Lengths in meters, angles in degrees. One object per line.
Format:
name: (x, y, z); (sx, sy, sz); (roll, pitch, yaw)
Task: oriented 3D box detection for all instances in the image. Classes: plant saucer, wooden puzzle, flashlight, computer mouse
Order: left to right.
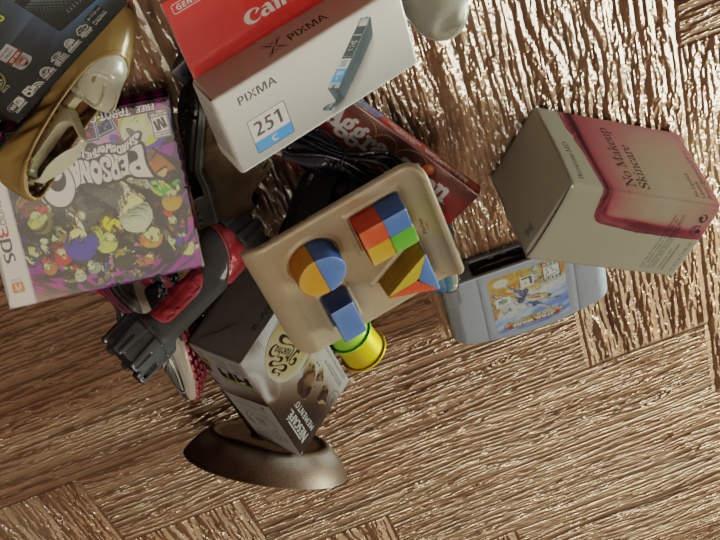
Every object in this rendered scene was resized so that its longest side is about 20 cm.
flashlight: (-0.181, 0.017, 1.488); (0.200, 0.068, 0.068); (-45, 146, -18)
plant saucer: (-0.111, 0.215, 1.735); (0.199, 0.200, 0.037); (7, 98, -27)
computer mouse: (-0.041, -0.049, 1.480); (0.137, 0.053, 0.201); (16, 135, -1)
wooden puzzle: (0.000, 0.000, 1.466); (0.199, 0.046, 0.186); (-27, 141, 0)

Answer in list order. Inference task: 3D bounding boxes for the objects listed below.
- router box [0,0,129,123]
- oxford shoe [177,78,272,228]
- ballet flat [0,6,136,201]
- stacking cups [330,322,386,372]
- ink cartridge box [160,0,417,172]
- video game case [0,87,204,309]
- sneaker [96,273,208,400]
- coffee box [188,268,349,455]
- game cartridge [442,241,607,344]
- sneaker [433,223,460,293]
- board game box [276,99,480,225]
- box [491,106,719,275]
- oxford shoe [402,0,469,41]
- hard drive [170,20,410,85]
router box: (-0.299, -0.237, 1.237); (0.149, 0.062, 0.200); (27, 121, -38)
oxford shoe: (-0.129, -0.120, 1.384); (0.084, 0.073, 0.200); (-12, 152, -5)
ballet flat: (-0.255, -0.147, 1.319); (0.200, 0.063, 0.068); (-52, 152, 13)
stacking cups: (-0.038, 0.037, 1.648); (0.060, 0.061, 0.200); (-27, 134, 9)
ink cartridge box: (-0.057, -0.206, 1.273); (0.199, 0.045, 0.177); (-34, 138, -12)
video game case: (-0.264, -0.069, 1.406); (0.198, 0.036, 0.183); (-12, 115, -8)
sneaker: (-0.219, 0.061, 1.586); (0.074, 0.081, 0.201); (-10, 127, 15)
coffee box: (-0.100, 0.104, 1.633); (0.113, 0.079, 0.201); (-56, 145, -24)
game cartridge: (0.197, 0.019, 1.727); (0.198, 0.042, 0.134); (-19, 135, 0)
sneaker: (0.047, -0.046, 1.582); (0.089, 0.079, 0.200); (-20, 131, 16)
board game box: (0.014, -0.105, 1.471); (0.199, 0.020, 0.103); (34, 123, -17)
box: (0.264, -0.084, 1.569); (0.198, 0.128, 0.109); (6, 133, -27)
oxford shoe: (0.065, -0.282, 1.333); (0.075, 0.058, 0.201); (-18, 141, -5)
hard drive: (-0.067, -0.218, 1.361); (0.199, 0.043, 0.135); (-33, 138, 17)
